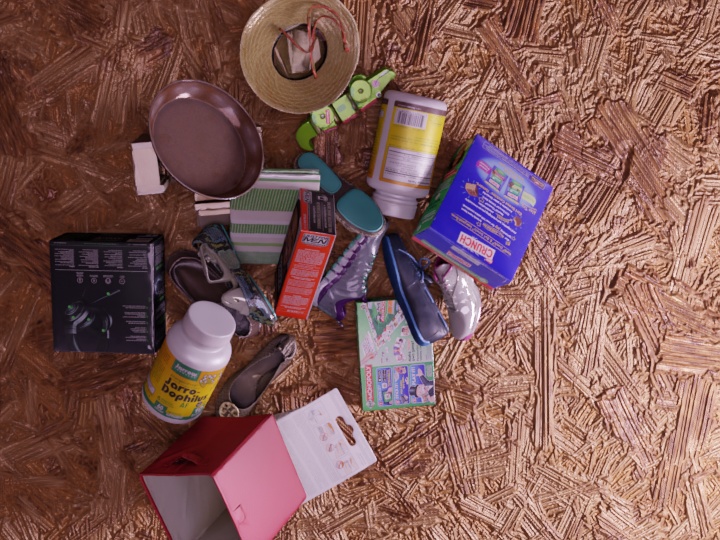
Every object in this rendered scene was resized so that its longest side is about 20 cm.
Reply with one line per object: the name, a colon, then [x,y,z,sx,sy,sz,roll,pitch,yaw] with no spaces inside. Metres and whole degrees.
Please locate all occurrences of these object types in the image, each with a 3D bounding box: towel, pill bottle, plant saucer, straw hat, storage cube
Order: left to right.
pill bottle: [-0.282,0.151,1.625,0.112,0.113,0.201,25,122,-10]
plant saucer: [-0.240,-0.195,1.495,0.200,0.201,0.034,46,137,-12]
storage cube: [-0.226,0.360,1.634,0.170,0.180,0.201,-8,110,34]
towel: [-0.142,-0.088,1.621,0.151,0.024,0.201,1,135,-5]
straw hat: [-0.101,-0.354,1.591,0.199,0.085,0.203,-2,99,-11]
pill bottle: [0.073,-0.192,1.627,0.108,0.109,0.202,11,100,-8]

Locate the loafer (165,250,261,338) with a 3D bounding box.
loafer: [-0.246,0.042,1.661,0.200,0.071,0.073,40,95,-11]

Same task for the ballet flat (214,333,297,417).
ballet flat: [-0.183,0.191,1.710,0.067,0.046,0.200,43,94,-11]

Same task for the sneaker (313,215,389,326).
sneaker: [0.000,0.000,1.675,0.087,0.074,0.200,40,105,-1]

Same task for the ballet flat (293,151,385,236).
ballet flat: [-0.035,-0.117,1.630,0.200,0.075,0.068,42,67,15]

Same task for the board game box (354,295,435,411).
board game box: [0.062,0.145,1.735,0.133,0.029,0.202,-4,102,-4]

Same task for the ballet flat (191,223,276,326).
ballet flat: [-0.216,0.019,1.626,0.074,0.074,0.201,-33,81,2]

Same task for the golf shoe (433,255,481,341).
golf shoe: [0.160,0.023,1.687,0.091,0.075,0.202,-3,96,-33]

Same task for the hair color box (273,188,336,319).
hair color box: [-0.093,-0.024,1.600,0.061,0.102,0.201,9,133,-14]

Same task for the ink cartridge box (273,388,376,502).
ink cartridge box: [-0.094,0.318,1.746,0.199,0.047,0.161,-29,101,-1]

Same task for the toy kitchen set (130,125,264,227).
toy kitchen set: [-0.251,-0.139,1.570,0.198,0.181,0.165,-5,103,-5]

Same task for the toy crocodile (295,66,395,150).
toy crocodile: [-0.025,-0.273,1.624,0.199,0.068,0.062,-33,108,4]

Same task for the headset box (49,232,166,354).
headset box: [-0.416,0.043,1.625,0.172,0.093,0.202,1,101,1]

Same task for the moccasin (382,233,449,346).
moccasin: [0.094,0.029,1.680,0.068,0.080,0.201,-18,85,-10]

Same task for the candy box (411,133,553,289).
candy box: [0.206,-0.096,1.636,0.168,0.077,0.201,33,66,-11]
